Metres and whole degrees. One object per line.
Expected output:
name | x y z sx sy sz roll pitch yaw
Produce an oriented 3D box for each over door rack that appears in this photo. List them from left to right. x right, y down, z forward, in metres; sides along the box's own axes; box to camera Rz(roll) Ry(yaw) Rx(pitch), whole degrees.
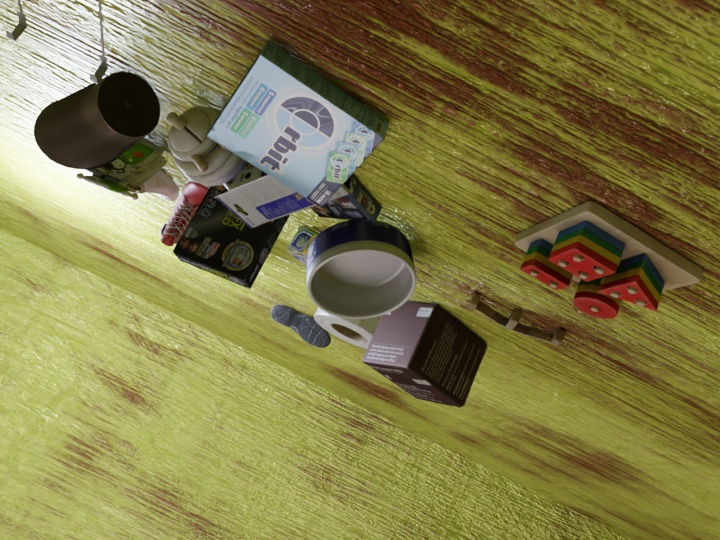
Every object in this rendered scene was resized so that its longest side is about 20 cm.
over door rack | -0.410 -0.378 1.053 0.148 0.067 0.200 27 141 -3

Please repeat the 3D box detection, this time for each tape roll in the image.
tape roll | -0.016 0.131 1.958 0.202 0.071 0.202 24 162 8

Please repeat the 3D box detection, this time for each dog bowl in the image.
dog bowl | 0.000 0.000 1.409 0.200 0.079 0.200 -3 139 -3

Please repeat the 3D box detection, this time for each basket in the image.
basket | -0.445 -0.264 1.334 0.180 0.136 0.200 -19 -173 -42

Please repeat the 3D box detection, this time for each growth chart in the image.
growth chart | -0.452 -0.206 1.464 0.145 0.200 0.018 17 128 3

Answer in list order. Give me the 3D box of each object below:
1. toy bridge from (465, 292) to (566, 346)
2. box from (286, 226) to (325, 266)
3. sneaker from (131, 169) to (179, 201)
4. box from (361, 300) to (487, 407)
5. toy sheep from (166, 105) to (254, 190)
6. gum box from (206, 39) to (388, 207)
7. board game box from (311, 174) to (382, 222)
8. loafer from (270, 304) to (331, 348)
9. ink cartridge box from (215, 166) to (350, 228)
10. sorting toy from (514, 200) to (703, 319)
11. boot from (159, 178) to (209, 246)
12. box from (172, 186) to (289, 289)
toy bridge | 0.302 0.099 1.514 0.200 0.027 0.067 24 163 8
box | -0.051 -0.040 1.543 0.200 0.064 0.070 7 155 43
sneaker | -0.465 -0.190 1.648 0.073 0.085 0.200 16 161 23
box | 0.148 0.189 1.745 0.200 0.164 0.166 37 159 -31
toy sheep | -0.245 -0.201 1.249 0.138 0.138 0.200 16 163 28
gum box | -0.090 -0.199 1.077 0.200 0.045 0.170 31 134 -16
board game box | -0.069 -0.154 1.298 0.135 0.035 0.200 9 155 40
loafer | -0.173 0.161 2.278 0.200 0.072 0.063 31 -178 2
ink cartridge box | -0.125 -0.133 1.224 0.200 0.039 0.099 -16 142 26
sorting toy | 0.347 0.001 1.117 0.199 0.070 0.200 29 161 -11
boot | -0.366 -0.120 1.611 0.072 0.144 0.200 32 159 -14
box | -0.236 -0.084 1.449 0.160 0.200 0.044 21 161 16
